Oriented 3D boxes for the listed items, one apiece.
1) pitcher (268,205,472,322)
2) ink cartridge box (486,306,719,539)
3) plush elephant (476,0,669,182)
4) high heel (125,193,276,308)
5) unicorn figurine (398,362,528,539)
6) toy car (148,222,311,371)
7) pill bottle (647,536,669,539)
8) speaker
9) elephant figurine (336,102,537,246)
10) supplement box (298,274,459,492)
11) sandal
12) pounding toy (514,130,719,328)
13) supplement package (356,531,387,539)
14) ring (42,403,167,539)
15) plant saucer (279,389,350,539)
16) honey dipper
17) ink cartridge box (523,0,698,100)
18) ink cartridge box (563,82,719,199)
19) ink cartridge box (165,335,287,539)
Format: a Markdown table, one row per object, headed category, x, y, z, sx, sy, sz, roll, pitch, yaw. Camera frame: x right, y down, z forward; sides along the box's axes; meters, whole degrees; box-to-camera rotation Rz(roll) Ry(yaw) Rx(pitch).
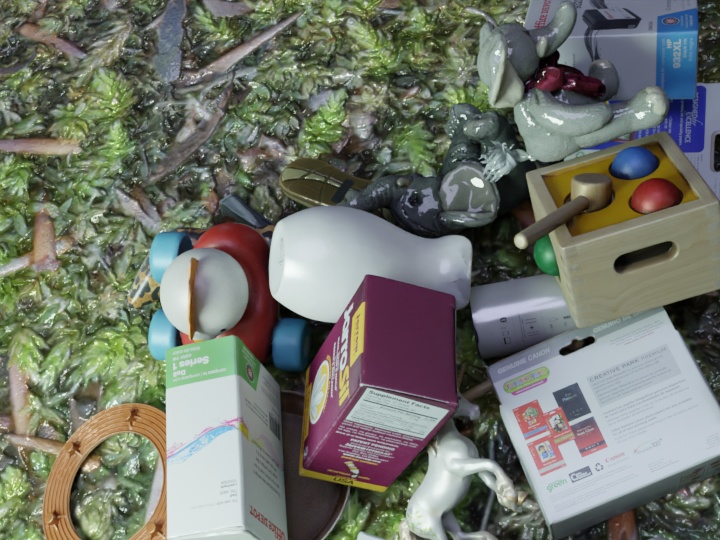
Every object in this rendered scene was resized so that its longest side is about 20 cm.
| category | x | y | z | sx | sy | sz | roll | pitch | yaw |
| --- | --- | --- | --- | --- | --- | --- | --- | --- | --- |
| pitcher | 0.000 | 0.000 | 1.176 | 0.198 | 0.171 | 0.123 | 5 | 80 | -17 |
| ink cartridge box | 0.250 | 0.148 | 1.103 | 0.198 | 0.084 | 0.177 | -22 | 62 | 3 |
| plush elephant | 0.189 | -0.203 | 1.132 | 0.199 | 0.156 | 0.165 | -26 | 25 | 7 |
| high heel | -0.177 | 0.003 | 1.306 | 0.200 | 0.072 | 0.142 | -42 | 58 | -16 |
| unicorn figurine | 0.098 | 0.209 | 1.092 | 0.137 | 0.074 | 0.201 | 32 | 90 | 24 |
| toy car | -0.162 | 0.041 | 1.183 | 0.182 | 0.200 | 0.179 | 4 | 96 | 11 |
| pill bottle | 0.293 | 0.351 | 0.973 | 0.109 | 0.110 | 0.201 | -33 | 59 | -3 |
| speaker | 0.220 | 0.040 | 1.173 | 0.198 | 0.081 | 0.082 | -11 | 60 | 10 |
| elephant figurine | 0.101 | -0.080 | 1.243 | 0.154 | 0.142 | 0.200 | 20 | 63 | 39 |
| supplement box | 0.015 | 0.120 | 1.099 | 0.102 | 0.200 | 0.132 | 15 | 51 | -14 |
| sandal | -0.010 | -0.071 | 1.308 | 0.199 | 0.054 | 0.080 | 28 | 59 | 21 |
| pounding toy | 0.243 | -0.047 | 1.085 | 0.198 | 0.143 | 0.185 | -16 | 33 | 4 |
| supplement package | 0.063 | 0.352 | 0.982 | 0.149 | 0.200 | 0.153 | 13 | 67 | 21 |
| ring | -0.278 | 0.243 | 1.219 | 0.199 | 0.019 | 0.202 | -12 | 61 | 22 |
| plant saucer | -0.101 | 0.230 | 1.189 | 0.198 | 0.035 | 0.202 | -7 | 61 | 13 |
| honey dipper | 0.149 | 0.117 | 1.153 | 0.199 | 0.038 | 0.038 | -29 | 58 | 14 |
| ink cartridge box | 0.293 | -0.265 | 1.279 | 0.198 | 0.084 | 0.145 | 1 | 34 | 16 |
| ink cartridge box | 0.335 | -0.127 | 1.252 | 0.198 | 0.047 | 0.199 | 4 | 63 | 15 |
| ink cartridge box | -0.136 | 0.191 | 1.115 | 0.083 | 0.145 | 0.202 | -11 | 61 | 10 |
